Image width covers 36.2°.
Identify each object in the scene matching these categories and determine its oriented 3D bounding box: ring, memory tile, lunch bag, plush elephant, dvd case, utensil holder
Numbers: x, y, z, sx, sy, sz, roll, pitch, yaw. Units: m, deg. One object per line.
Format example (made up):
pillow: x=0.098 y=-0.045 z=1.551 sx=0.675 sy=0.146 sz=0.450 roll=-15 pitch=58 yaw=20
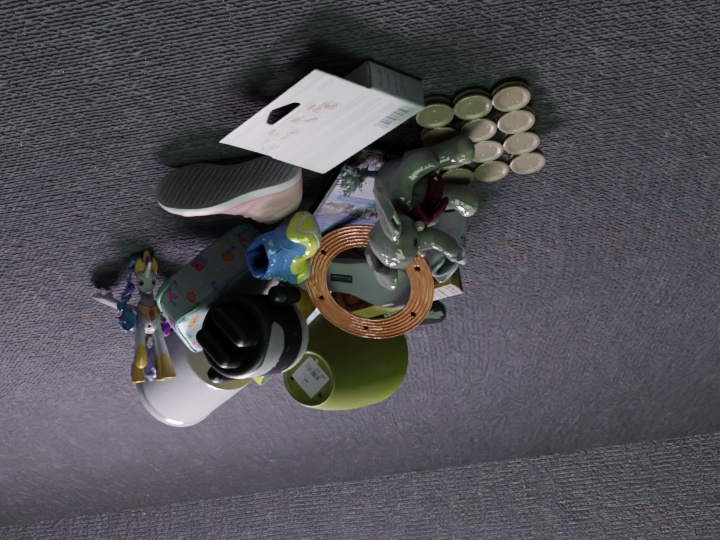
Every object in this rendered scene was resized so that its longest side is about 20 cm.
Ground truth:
ring: x=0.013 y=0.016 z=1.636 sx=0.198 sy=0.019 sz=0.202 roll=7 pitch=125 yaw=10
memory tile: x=0.159 y=-0.176 z=1.451 sx=0.152 sy=0.017 sz=0.200 roll=-12 pitch=150 yaw=10
lunch bag: x=-0.216 y=0.029 z=1.689 sx=0.200 sy=0.077 sz=0.161 roll=-39 pitch=161 yaw=-11
plush elephant: x=0.068 y=-0.069 z=1.448 sx=0.198 sy=0.156 sz=0.165 roll=-3 pitch=151 yaw=-1
dvd case: x=0.016 y=-0.108 z=1.555 sx=0.141 sy=0.018 sz=0.200 roll=7 pitch=143 yaw=-25
utensil holder: x=-0.296 y=0.178 z=2.025 sx=0.169 sy=0.172 sz=0.200 roll=9 pitch=153 yaw=-33

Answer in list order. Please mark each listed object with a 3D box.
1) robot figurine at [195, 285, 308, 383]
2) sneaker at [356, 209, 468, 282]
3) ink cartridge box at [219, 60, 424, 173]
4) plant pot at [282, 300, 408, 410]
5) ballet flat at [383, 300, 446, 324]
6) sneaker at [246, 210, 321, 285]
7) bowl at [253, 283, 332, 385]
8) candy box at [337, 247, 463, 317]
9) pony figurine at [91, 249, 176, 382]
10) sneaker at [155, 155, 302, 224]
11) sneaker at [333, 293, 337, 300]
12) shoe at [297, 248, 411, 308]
robot figurine: x=-0.160 y=0.096 z=1.641 sx=0.149 sy=0.126 sz=0.200 roll=-12 pitch=174 yaw=25
sneaker: x=0.078 y=-0.037 z=1.669 sx=0.199 sy=0.116 sz=0.075 roll=-19 pitch=155 yaw=29
ink cartridge box: x=-0.050 y=-0.193 z=1.347 sx=0.173 sy=0.044 sz=0.199 roll=14 pitch=151 yaw=-39
plant pot: x=-0.043 y=0.152 z=1.814 sx=0.186 sy=0.189 sz=0.200 roll=-17 pitch=-179 yaw=25
ballet flat: x=0.045 y=0.054 z=1.814 sx=0.199 sy=0.068 sz=0.068 roll=23 pitch=143 yaw=30
sneaker: x=-0.124 y=-0.020 z=1.577 sx=0.104 sy=0.076 sz=0.200 roll=-23 pitch=163 yaw=-21
bowl: x=-0.149 y=0.085 z=1.886 sx=0.107 sy=0.200 sz=0.200 roll=38 pitch=154 yaw=4
candy box: x=0.057 y=-0.001 z=1.752 sx=0.198 sy=0.118 sz=0.056 roll=-16 pitch=158 yaw=21
pony figurine: x=-0.343 y=0.078 z=1.781 sx=0.165 sy=0.202 sz=0.193 roll=-5 pitch=174 yaw=-17
sneaker: x=-0.171 y=-0.098 z=1.502 sx=0.198 sy=0.076 sz=0.105 roll=-11 pitch=153 yaw=0
sneaker: x=-0.080 y=0.100 z=2.021 sx=0.199 sy=0.074 sz=0.071 roll=-20 pitch=151 yaw=29
shoe: x=0.000 y=0.000 z=1.704 sx=0.198 sy=0.072 sz=0.091 roll=8 pitch=-157 yaw=8
